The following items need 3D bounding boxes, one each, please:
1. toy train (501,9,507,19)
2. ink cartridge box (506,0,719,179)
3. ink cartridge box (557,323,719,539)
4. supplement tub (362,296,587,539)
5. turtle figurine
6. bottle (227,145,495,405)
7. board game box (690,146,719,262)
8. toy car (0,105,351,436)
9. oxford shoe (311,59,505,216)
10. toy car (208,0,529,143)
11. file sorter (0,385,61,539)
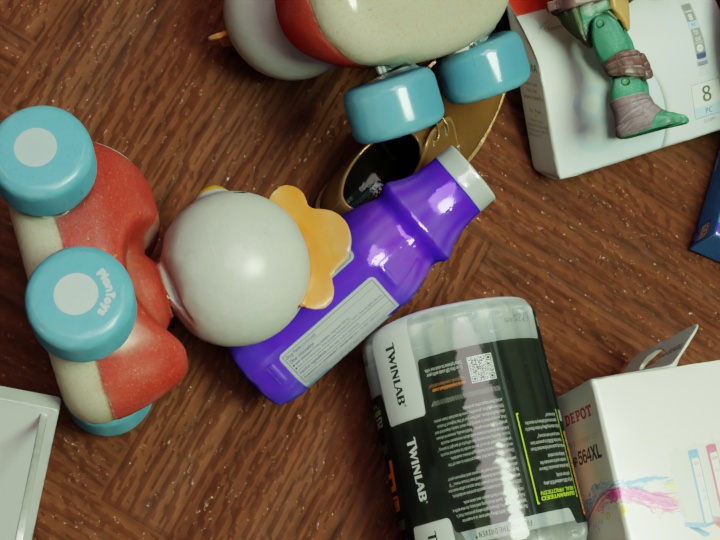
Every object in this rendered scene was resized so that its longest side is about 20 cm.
[{"bbox_3d":[0.106,-0.241,1.133,0.198,0.085,0.115,-9,90,-18],"label":"toy train"},{"bbox_3d":[0.189,-0.184,1.107,0.159,0.047,0.202,-17,109,-17],"label":"ink cartridge box"},{"bbox_3d":[0.204,0.147,1.023,0.124,0.129,0.202,-8,76,-15],"label":"ink cartridge box"},{"bbox_3d":[0.078,0.127,1.000,0.121,0.123,0.202,-9,77,-16],"label":"supplement tub"},{"bbox_3d":[0.177,-0.193,1.044,0.149,0.100,0.202,-18,95,-58],"label":"turtle figurine"},{"bbox_3d":[0.000,0.000,1.004,0.200,0.084,0.065,-41,112,2],"label":"bottle"},{"bbox_3d":[0.351,-0.081,1.164,0.151,0.045,0.201,22,71,-8],"label":"board game box"},{"bbox_3d":[-0.107,-0.012,0.939,0.198,0.185,0.178,-16,69,-10],"label":"toy car"},{"bbox_3d":[0.047,-0.096,1.081,0.071,0.071,0.200,40,68,1],"label":"oxford shoe"},{"bbox_3d":[-0.016,-0.188,1.036,0.176,0.199,0.186,-27,105,-40],"label":"toy car"},{"bbox_3d":[-0.289,0.143,0.873,0.198,0.140,0.125,12,29,-10],"label":"file sorter"}]
